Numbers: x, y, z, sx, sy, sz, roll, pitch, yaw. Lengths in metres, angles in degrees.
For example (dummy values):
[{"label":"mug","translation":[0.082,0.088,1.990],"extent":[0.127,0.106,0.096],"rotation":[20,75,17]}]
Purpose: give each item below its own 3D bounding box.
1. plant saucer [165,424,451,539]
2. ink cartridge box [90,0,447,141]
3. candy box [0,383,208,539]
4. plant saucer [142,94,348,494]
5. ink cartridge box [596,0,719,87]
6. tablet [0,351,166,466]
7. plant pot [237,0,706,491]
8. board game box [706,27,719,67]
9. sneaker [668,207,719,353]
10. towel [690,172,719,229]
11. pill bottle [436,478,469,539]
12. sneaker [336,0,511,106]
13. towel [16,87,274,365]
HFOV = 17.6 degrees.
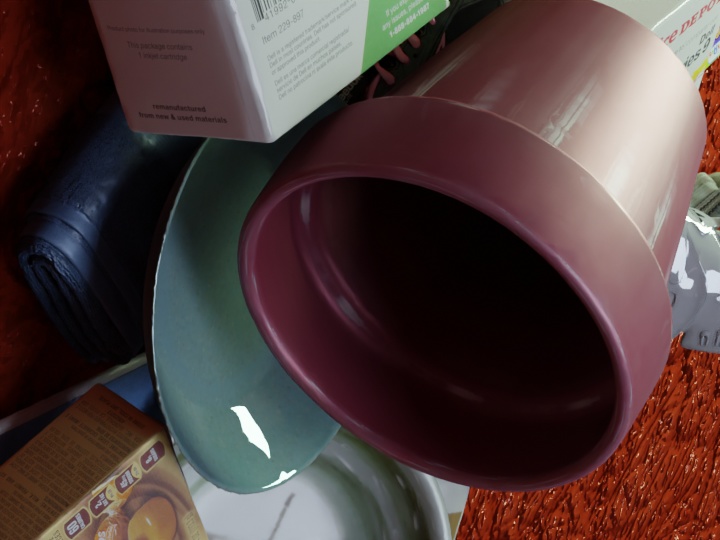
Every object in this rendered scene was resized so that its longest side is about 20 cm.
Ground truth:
[{"label":"plant saucer","translation":[-0.051,0.155,1.231],"extent":[0.200,0.050,0.200],"rotation":[-2,97,-21]},{"label":"ink cartridge box","translation":[-0.055,-0.178,1.016],"extent":[0.145,0.087,0.200],"rotation":[-41,126,-40]},{"label":"candy box","translation":[-0.164,0.161,1.089],"extent":[0.200,0.055,0.115],"rotation":[-42,140,-24]},{"label":"plant saucer","translation":[-0.053,0.006,1.122],"extent":[0.201,0.039,0.201],"rotation":[-22,116,-55]},{"label":"ink cartridge box","translation":[0.138,-0.103,1.406],"extent":[0.145,0.087,0.200],"rotation":[-40,152,-42]},{"label":"tablet","translation":[-0.134,0.109,1.188],"extent":[0.200,0.014,0.130],"rotation":[-27,129,-52]},{"label":"plant pot","translation":[0.070,-0.028,1.084],"extent":[0.179,0.200,0.200],"rotation":[-55,148,-36]},{"label":"board game box","translation":[0.245,-0.225,1.600],"extent":[0.200,0.045,0.135],"rotation":[-43,140,-41]},{"label":"sneaker","translation":[0.143,0.039,1.316],"extent":[0.115,0.075,0.200],"rotation":[13,118,-22]},{"label":"towel","translation":[0.152,0.003,1.449],"extent":[0.193,0.035,0.200],"rotation":[-41,180,9]},{"label":"pill bottle","translation":[-0.001,0.138,1.328],"extent":[0.114,0.114,0.200],"rotation":[8,99,-60]},{"label":"sneaker","translation":[0.025,-0.108,1.178],"extent":[0.095,0.079,0.200],"rotation":[-16,135,-44]},{"label":"towel","translation":[-0.092,-0.059,1.125],"extent":[0.200,0.049,0.112],"rotation":[-56,148,-23]}]
